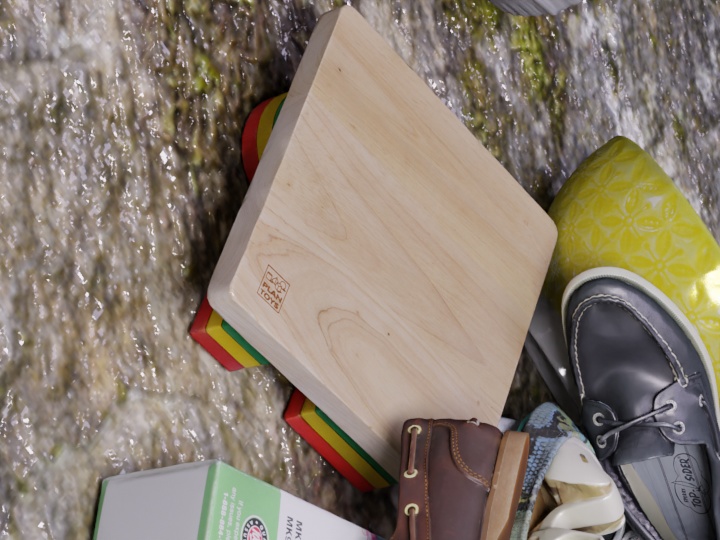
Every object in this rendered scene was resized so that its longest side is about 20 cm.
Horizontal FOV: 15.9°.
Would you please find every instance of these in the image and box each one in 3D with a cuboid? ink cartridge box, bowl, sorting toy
[{"bbox_3d":[-0.040,0.195,1.266,0.200,0.087,0.146,32,56,-42],"label":"ink cartridge box"},{"bbox_3d":[0.155,0.034,1.501,0.108,0.200,0.200,-31,108,-4],"label":"bowl"},{"bbox_3d":[0.000,0.000,1.380,0.200,0.069,0.199,44,49,-31],"label":"sorting toy"}]

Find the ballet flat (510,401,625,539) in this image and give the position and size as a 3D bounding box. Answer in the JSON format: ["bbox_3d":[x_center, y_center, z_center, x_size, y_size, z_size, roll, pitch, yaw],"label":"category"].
[{"bbox_3d":[0.104,0.140,1.351,0.074,0.074,0.200,53,36,-24],"label":"ballet flat"}]

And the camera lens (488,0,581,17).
[{"bbox_3d":[0.069,-0.261,1.462,0.200,0.160,0.160,41,51,-34],"label":"camera lens"}]

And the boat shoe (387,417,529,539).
[{"bbox_3d":[0.032,0.157,1.248,0.070,0.070,0.200,94,8,-48],"label":"boat shoe"}]

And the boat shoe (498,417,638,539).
[{"bbox_3d":[0.129,0.135,1.487,0.199,0.073,0.068,18,69,-42],"label":"boat shoe"}]

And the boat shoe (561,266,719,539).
[{"bbox_3d":[0.159,0.092,1.407,0.066,0.074,0.200,-73,148,-55],"label":"boat shoe"}]
